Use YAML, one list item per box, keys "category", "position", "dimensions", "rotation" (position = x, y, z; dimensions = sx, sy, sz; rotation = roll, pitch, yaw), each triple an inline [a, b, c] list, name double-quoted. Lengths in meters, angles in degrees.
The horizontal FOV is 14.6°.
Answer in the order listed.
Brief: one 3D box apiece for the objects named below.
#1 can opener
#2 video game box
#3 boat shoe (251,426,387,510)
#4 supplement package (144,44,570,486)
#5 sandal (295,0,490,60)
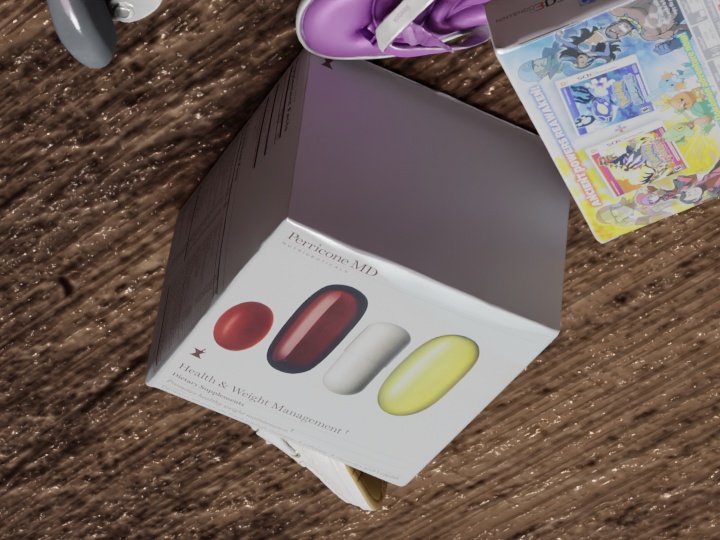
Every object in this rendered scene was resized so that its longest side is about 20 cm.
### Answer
- category: "can opener"
  position: [-0.176, -0.202, 1.593]
  dimensions: [0.052, 0.067, 0.200]
  rotation: [-12, 132, 24]
- category: "video game box"
  position: [0.187, -0.113, 1.612]
  dimensions: [0.181, 0.047, 0.200]
  rotation: [-23, 141, 9]
- category: "boat shoe"
  position: [-0.044, 0.090, 1.923]
  dimensions: [0.069, 0.071, 0.200]
  rotation: [-13, 128, 24]
- category: "supplement package"
  position: [0.000, 0.000, 1.741]
  dimensions: [0.191, 0.148, 0.200]
  rotation: [22, 139, -17]
- category: "sandal"
  position: [0.054, -0.153, 1.623]
  dimensions: [0.202, 0.050, 0.083]
  rotation: [-12, 137, 19]
